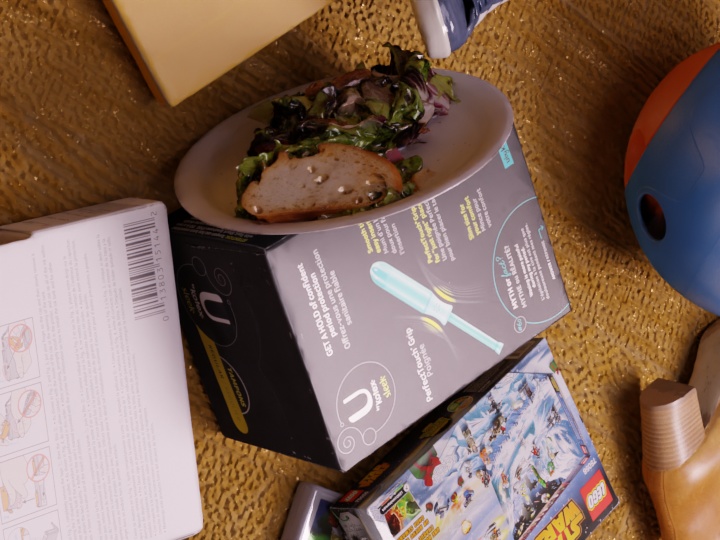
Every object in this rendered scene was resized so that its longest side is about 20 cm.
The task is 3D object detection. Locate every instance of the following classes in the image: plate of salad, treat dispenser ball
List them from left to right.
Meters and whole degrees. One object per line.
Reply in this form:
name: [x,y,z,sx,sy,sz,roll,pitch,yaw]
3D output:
plate of salad: [-0.012,-0.079,1.245,0.200,0.200,0.048,-34,123,-32]
treat dispenser ball: [0.281,-0.063,1.495,0.200,0.200,0.202,-7,101,-39]

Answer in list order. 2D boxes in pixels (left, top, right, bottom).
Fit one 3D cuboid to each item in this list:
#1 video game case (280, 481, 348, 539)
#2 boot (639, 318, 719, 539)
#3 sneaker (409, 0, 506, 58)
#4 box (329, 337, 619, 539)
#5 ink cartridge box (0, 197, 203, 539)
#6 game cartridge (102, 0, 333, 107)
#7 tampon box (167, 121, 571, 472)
video game case: [0.008,0.251,1.428,0.200,0.022,0.183,24,81,-39]
boot: [0.282,0.118,1.618,0.201,0.071,0.145,-30,121,-30]
sneaker: [0.076,-0.187,1.318,0.200,0.084,0.075,-71,147,-63]
box: [0.080,0.155,1.439,0.200,0.040,0.137,-40,112,-37]
ink cartridge box: [-0.179,0.073,1.230,0.176,0.045,0.201,-15,105,-38]
game cartridge: [-0.088,-0.223,1.249,0.176,0.032,0.201,-35,115,-15]
tampon box: [0.000,0.000,1.316,0.200,0.126,0.151,-33,116,-31]
